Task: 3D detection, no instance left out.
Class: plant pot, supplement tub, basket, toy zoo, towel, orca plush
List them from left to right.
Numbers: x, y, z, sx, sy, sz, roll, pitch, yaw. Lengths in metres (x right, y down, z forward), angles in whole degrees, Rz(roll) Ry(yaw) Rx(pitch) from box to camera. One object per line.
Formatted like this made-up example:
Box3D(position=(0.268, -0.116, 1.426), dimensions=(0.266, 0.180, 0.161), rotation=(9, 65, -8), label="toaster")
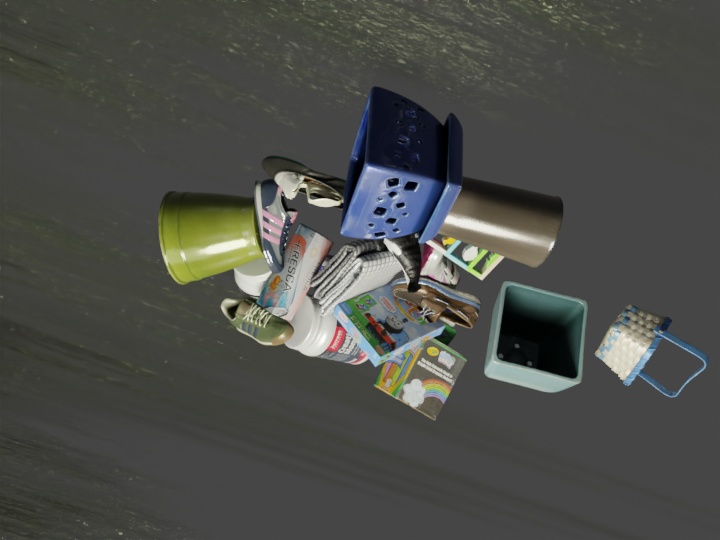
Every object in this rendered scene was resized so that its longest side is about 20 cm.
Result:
Box3D(position=(-0.300, -0.080, 1.568), dimensions=(0.191, 0.202, 0.201), rotation=(-6, 141, 8), label="plant pot")
Box3D(position=(-0.211, 0.027, 1.703), dimensions=(0.139, 0.141, 0.201), rotation=(4, 143, 14), label="supplement tub")
Box3D(position=(-0.067, 0.132, 1.681), dimensions=(0.199, 0.142, 0.140), rotation=(16, 150, -39), label="supplement tub")
Box3D(position=(0.000, 0.000, 1.567), dimensions=(0.200, 0.165, 0.086), rotation=(-46, 69, 42), label="towel")
Box3D(position=(0.076, -0.174, 1.295), dimensions=(0.178, 0.201, 0.201), rotation=(11, 144, -7), label="plant pot")
Box3D(position=(0.088, -0.055, 1.469), dimensions=(0.104, 0.202, 0.071), rotation=(-4, 169, -33), label="orca plush")
Box3D(position=(0.212, -0.078, 1.469), dimensions=(0.199, 0.021, 0.131), rotation=(32, 113, -22), label="toy zoo")
Box3D(position=(0.249, -0.098, 1.366), dimensions=(0.198, 0.137, 0.180), rotation=(16, 173, -2), label="basket")
Box3D(position=(0.378, 0.170, 1.657), dimensions=(0.194, 0.198, 0.200), rotation=(14, 154, 1), label="plant pot")
Box3D(position=(0.631, 0.178, 1.593), dimensions=(0.200, 0.139, 0.177), rotation=(39, 149, 18), label="basket")

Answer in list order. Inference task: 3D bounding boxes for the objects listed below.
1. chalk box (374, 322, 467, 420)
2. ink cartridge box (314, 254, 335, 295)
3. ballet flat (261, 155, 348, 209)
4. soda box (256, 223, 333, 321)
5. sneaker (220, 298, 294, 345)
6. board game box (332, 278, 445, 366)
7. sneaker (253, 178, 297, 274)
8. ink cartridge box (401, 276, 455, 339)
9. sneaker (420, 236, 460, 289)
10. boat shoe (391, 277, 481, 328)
Box3D(position=(0.145, 0.211, 1.667), dimensions=(0.124, 0.201, 0.124), rotation=(32, 173, -23), label="chalk box")
Box3D(position=(-0.059, 0.016, 1.722), dimensions=(0.099, 0.039, 0.201), rotation=(11, 145, 4), label="ink cartridge box")
Box3D(position=(-0.108, -0.172, 1.462), dimensions=(0.198, 0.069, 0.068), rotation=(17, 145, -2), label="ballet flat")
Box3D(position=(-0.141, 0.004, 1.593), dimensions=(0.063, 0.201, 0.068), rotation=(28, 180, 41), label="soda box")
Box3D(position=(-0.239, 0.107, 1.630), dimensions=(0.199, 0.067, 0.090), rotation=(11, 148, 46), label="sneaker")
Box3D(position=(0.063, 0.106, 1.567), dimensions=(0.151, 0.199, 0.037), rotation=(49, 136, 24), label="board game box")
Box3D(position=(-0.167, -0.091, 1.528), dimensions=(0.081, 0.070, 0.202), rotation=(-6, 108, 5), label="sneaker")
Box3D(position=(0.141, 0.117, 1.748), dimensions=(0.145, 0.085, 0.201), rotation=(15, 144, -3), label="ink cartridge box")
Box3D(position=(0.175, -0.005, 1.586), dimensions=(0.087, 0.082, 0.200), rotation=(8, 152, 7), label="sneaker")
Box3D(position=(0.159, 0.071, 1.566), dimensions=(0.198, 0.073, 0.072), rotation=(14, 152, 0), label="boat shoe")
